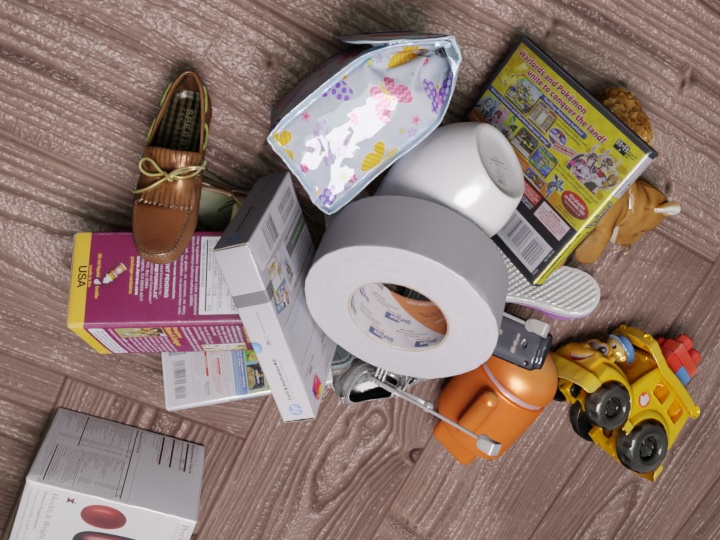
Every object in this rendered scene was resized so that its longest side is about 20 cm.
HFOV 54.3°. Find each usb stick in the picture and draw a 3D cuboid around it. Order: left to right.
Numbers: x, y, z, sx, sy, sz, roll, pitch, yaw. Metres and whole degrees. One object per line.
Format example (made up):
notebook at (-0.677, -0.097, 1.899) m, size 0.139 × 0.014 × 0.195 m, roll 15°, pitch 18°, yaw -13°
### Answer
usb stick at (0.134, 0.063, 0.856) m, size 0.057 × 0.196 × 0.033 m, roll -65°, pitch 153°, yaw -7°

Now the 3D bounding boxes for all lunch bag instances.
lunch bag at (0.004, -0.178, 0.727) m, size 0.198 × 0.170 × 0.128 m, roll -35°, pitch 110°, yaw 7°

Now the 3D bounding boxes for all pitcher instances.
pitcher at (0.085, -0.065, 0.748) m, size 0.169 × 0.124 × 0.198 m, roll 6°, pitch 154°, yaw -44°

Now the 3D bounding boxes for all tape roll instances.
tape roll at (0.045, 0.022, 0.699) m, size 0.195 × 0.067 × 0.203 m, roll 15°, pitch 142°, yaw 11°

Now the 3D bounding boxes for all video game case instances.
video game case at (-0.139, 0.079, 0.840) m, size 0.194 × 0.018 × 0.147 m, roll -8°, pitch 73°, yaw -6°
video game case at (0.187, -0.119, 0.765) m, size 0.025 × 0.201 × 0.182 m, roll 2°, pitch 133°, yaw -50°

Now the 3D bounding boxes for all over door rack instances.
over door rack at (0.110, 0.100, 0.799) m, size 0.066 × 0.198 × 0.151 m, roll 23°, pitch 91°, yaw -48°

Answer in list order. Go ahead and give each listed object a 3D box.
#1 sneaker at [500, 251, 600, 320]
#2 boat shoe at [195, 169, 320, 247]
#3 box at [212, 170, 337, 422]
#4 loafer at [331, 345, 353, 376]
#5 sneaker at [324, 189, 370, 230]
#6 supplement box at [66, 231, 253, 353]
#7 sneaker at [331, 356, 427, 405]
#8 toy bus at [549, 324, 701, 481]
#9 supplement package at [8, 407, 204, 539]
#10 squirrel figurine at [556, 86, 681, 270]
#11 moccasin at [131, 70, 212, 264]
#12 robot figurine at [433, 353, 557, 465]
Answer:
sneaker at (0.198, 0.015, 0.892) m, size 0.197 × 0.114 × 0.074 m, roll 26°, pitch 86°, yaw 14°
boat shoe at (-0.141, -0.057, 0.801) m, size 0.195 × 0.074 × 0.077 m, roll 18°, pitch 108°, yaw -16°
box at (-0.076, 0.024, 0.724) m, size 0.040 × 0.157 × 0.204 m, roll -10°, pitch 119°, yaw 16°
loafer at (-0.107, 0.110, 0.887) m, size 0.194 × 0.073 × 0.064 m, roll 6°, pitch 131°, yaw -5°
sneaker at (0.000, 0.000, 0.836) m, size 0.073 × 0.100 × 0.205 m, roll -7°, pitch 112°, yaw -4°
supplement box at (-0.202, 0.026, 0.771) m, size 0.194 × 0.131 × 0.106 m, roll 0°, pitch 71°, yaw -7°
sneaker at (0.057, 0.132, 0.908) m, size 0.195 × 0.082 × 0.076 m, roll -20°, pitch 114°, yaw -1°
toy bus at (0.366, 0.147, 0.952) m, size 0.192 × 0.136 × 0.200 m, roll -45°, pitch 110°, yaw -5°
supplement package at (-0.321, 0.315, 0.880) m, size 0.195 × 0.148 × 0.195 m, roll 19°, pitch 108°, yaw -16°
squirrel figurine at (0.291, -0.107, 0.827) m, size 0.181 × 0.142 × 0.205 m, roll 4°, pitch 114°, yaw -18°
moccasin at (-0.188, -0.106, 0.713) m, size 0.072 × 0.078 × 0.206 m, roll 14°, pitch 69°, yaw -3°
robot figurine at (0.177, 0.160, 0.914) m, size 0.141 × 0.118 × 0.202 m, roll 17°, pitch 122°, yaw -31°
